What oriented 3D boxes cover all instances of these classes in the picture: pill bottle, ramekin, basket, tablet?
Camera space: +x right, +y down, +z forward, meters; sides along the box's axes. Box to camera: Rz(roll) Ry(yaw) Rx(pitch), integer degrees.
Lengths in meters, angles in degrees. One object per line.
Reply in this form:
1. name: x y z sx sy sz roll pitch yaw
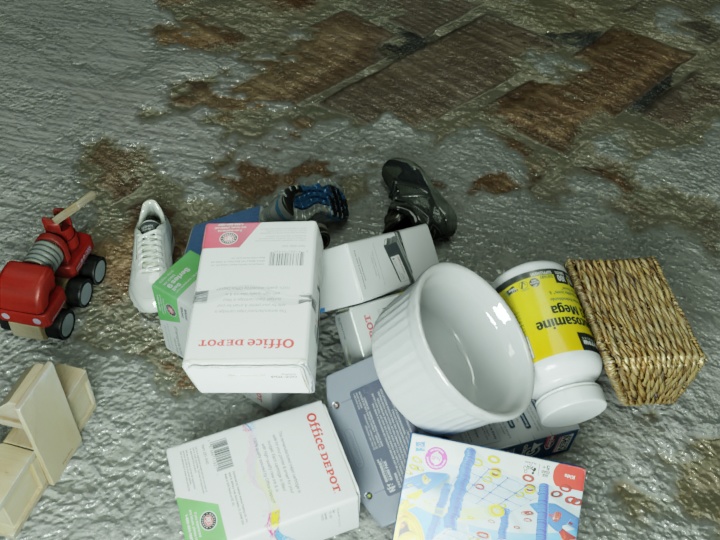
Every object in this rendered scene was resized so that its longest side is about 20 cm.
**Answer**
1. pill bottle: 0.247 0.096 1.002 0.112 0.112 0.200 -7 59 -11
2. ramekin: 0.107 0.100 0.917 0.200 0.098 0.201 27 44 -30
3. basket: 0.362 0.092 1.089 0.149 0.143 0.200 -2 50 -11
4. tablet: -0.218 -0.041 1.210 0.130 0.014 0.200 -16 28 5

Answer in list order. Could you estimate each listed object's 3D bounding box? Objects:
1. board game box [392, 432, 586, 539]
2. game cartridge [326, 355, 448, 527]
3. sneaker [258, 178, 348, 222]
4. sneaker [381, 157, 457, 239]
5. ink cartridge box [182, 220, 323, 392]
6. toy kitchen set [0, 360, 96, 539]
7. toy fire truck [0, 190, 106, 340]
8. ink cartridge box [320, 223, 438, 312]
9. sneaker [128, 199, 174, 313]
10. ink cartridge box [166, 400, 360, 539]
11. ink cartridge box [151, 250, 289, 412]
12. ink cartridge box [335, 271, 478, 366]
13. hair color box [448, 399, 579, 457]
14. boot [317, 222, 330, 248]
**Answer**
1. board game box: 0.136 0.298 0.857 0.200 0.056 0.196 10 80 6
2. game cartridge: 0.036 0.205 0.949 0.133 0.041 0.200 -24 73 9
3. sneaker: -0.096 -0.106 1.281 0.200 0.087 0.075 -9 79 -57
4. sneaker: 0.071 -0.124 1.330 0.114 0.076 0.199 -14 53 -27
5. ink cartridge box: -0.123 0.044 0.932 0.146 0.085 0.200 -1 57 5
6. toy kitchen set: -0.458 0.176 0.925 0.180 0.163 0.200 13 45 8
7. toy fire truck: -0.439 -0.019 1.095 0.129 0.200 0.176 10 45 5
8. ink cartridge box: 0.000 0.000 1.103 0.145 0.084 0.200 -16 0 39
9. sneaker: -0.328 -0.021 1.192 0.076 0.081 0.200 -6 47 -13
10. ink cartridge box: -0.115 0.261 0.915 0.200 0.084 0.145 -16 48 -13
11. ink cartridge box: -0.177 0.083 1.052 0.200 0.146 0.084 27 51 21
12. ink cartridge box: 0.082 0.098 1.059 0.200 0.088 0.145 -14 85 -16
13. hair color box: 0.175 0.208 1.017 0.200 0.061 0.100 -10 48 -14
14. boot: -0.110 0.015 1.178 0.200 0.073 0.151 -24 50 -21
